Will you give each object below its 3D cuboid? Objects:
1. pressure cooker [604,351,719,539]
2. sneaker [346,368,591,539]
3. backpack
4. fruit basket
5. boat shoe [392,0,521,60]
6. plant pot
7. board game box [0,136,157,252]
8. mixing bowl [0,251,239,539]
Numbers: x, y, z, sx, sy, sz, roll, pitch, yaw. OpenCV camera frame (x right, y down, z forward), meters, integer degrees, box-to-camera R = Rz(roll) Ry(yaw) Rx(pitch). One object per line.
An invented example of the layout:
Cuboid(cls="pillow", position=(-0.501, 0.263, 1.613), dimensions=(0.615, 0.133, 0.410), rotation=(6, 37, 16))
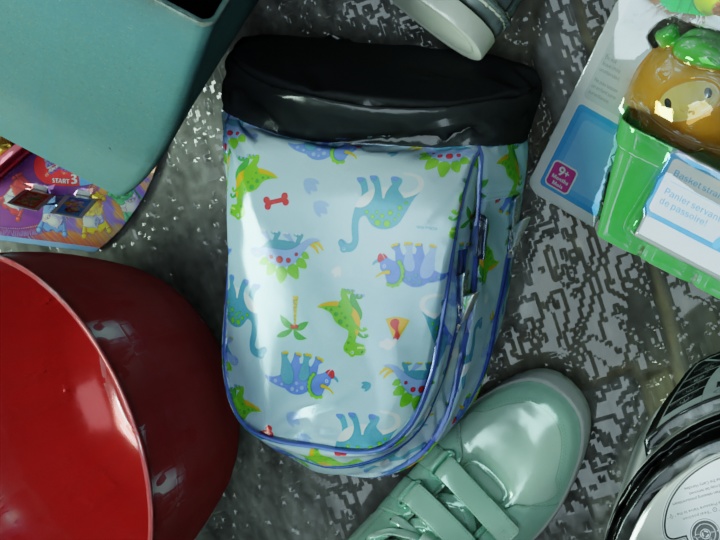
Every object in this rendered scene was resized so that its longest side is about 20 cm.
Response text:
Cuboid(cls="pressure cooker", position=(0.204, 0.138, 1.209), dimensions=(0.178, 0.200, 0.177), rotation=(29, 107, 4))
Cuboid(cls="sneaker", position=(0.040, 0.140, 1.284), dimensions=(0.074, 0.118, 0.201), rotation=(42, 105, 2))
Cuboid(cls="backpack", position=(0.000, 0.000, 1.261), dimensions=(0.162, 0.154, 0.201), rotation=(9, 117, 10))
Cuboid(cls="fruit basket", position=(0.200, -0.081, 1.211), dimensions=(0.184, 0.094, 0.201), rotation=(28, 114, 4))
Cuboid(cls="boat shoe", position=(0.002, -0.187, 1.250), dimensions=(0.200, 0.073, 0.062), rotation=(41, 85, 10))
Cuboid(cls="plant pot", position=(-0.117, -0.135, 1.196), dimensions=(0.141, 0.142, 0.200), rotation=(27, 146, 3))
Cuboid(cls="board game box", position=(-0.201, -0.091, 1.322), dimensions=(0.198, 0.039, 0.159), rotation=(7, 103, 9))
Cuboid(cls="mixing bowl", position=(-0.132, 0.073, 1.290), dimensions=(0.199, 0.108, 0.202), rotation=(21, 121, 41))
